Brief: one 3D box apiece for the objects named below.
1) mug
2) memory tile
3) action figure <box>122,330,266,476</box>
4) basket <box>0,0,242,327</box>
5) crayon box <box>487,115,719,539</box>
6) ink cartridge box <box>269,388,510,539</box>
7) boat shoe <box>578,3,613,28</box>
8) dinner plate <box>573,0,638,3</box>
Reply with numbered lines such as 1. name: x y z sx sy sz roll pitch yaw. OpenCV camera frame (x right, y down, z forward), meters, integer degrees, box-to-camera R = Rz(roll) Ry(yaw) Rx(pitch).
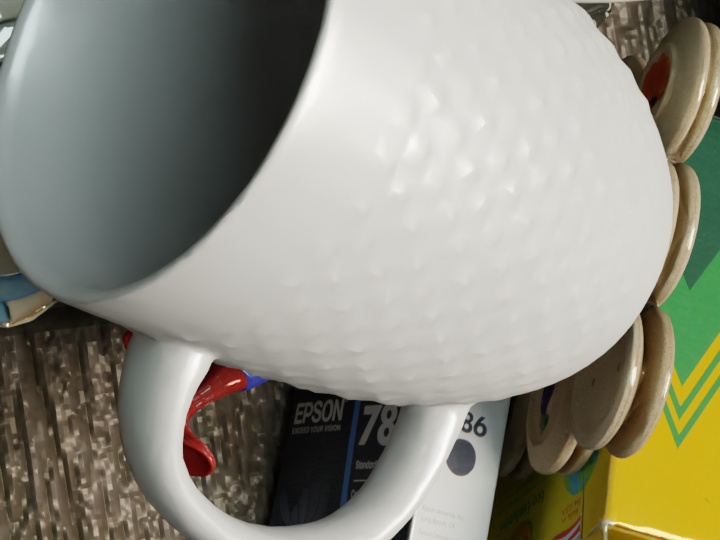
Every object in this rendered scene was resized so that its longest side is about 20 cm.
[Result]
1. mug: -0.004 -0.010 0.638 0.175 0.147 0.201 24 82 -40
2. memory tile: 0.073 0.000 0.779 0.017 0.200 0.154 15 77 -13
3. action figure: 0.000 0.000 0.761 0.200 0.052 0.066 -39 133 -43
4. basket: -0.105 -0.096 0.723 0.176 0.139 0.201 -18 122 -28
5. crayon box: 0.090 0.054 0.795 0.051 0.127 0.201 16 63 -13
6. ink cartridge box: 0.004 0.100 0.784 0.039 0.099 0.201 20 73 -29
7. boat shoe: 0.058 -0.104 0.865 0.200 0.071 0.064 -41 137 -27
8. dinner plate: 0.102 -0.160 0.804 0.200 0.200 0.024 -46 143 -24
